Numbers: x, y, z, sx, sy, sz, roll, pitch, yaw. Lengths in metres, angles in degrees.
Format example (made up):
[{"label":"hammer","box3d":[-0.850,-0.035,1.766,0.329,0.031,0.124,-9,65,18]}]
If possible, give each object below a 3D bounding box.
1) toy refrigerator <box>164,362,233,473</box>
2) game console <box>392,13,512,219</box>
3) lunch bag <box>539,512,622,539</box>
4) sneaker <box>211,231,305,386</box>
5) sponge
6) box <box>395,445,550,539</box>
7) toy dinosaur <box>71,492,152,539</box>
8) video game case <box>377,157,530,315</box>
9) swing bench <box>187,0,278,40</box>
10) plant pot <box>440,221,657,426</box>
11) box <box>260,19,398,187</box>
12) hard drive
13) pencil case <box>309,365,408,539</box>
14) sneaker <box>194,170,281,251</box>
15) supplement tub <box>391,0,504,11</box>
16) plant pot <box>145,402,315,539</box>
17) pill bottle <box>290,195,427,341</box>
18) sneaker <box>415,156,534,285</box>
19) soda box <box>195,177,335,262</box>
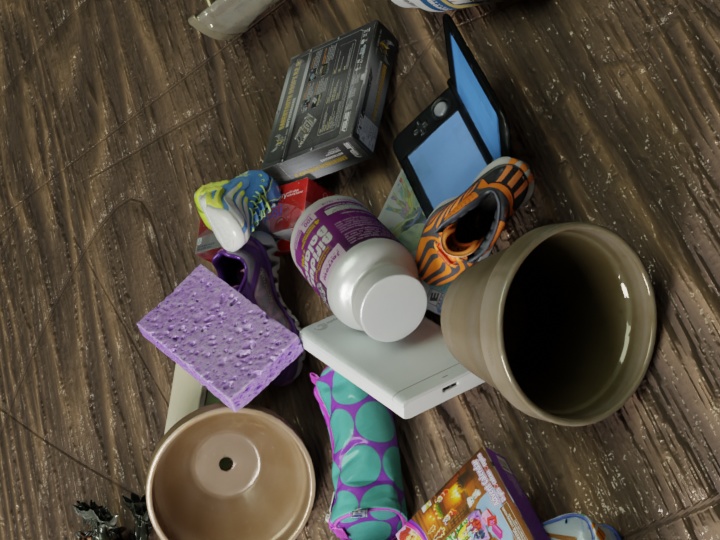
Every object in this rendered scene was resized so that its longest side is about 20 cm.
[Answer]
[{"label":"toy refrigerator","box3d":[-0.189,0.183,1.796,0.070,0.075,0.203,24,107,47]},{"label":"game console","box3d":[0.100,-0.157,1.678,0.176,0.116,0.201,-41,46,20]},{"label":"lunch bag","box3d":[0.193,0.343,1.405,0.159,0.075,0.202,-23,55,31]},{"label":"sneaker","box3d":[-0.135,0.050,1.818,0.080,0.088,0.202,-25,78,34]},{"label":"sponge","box3d":[-0.168,0.077,1.720,0.111,0.030,0.199,-42,48,-17]},{"label":"box","box3d":[0.121,0.288,1.422,0.137,0.039,0.201,-48,37,15]},{"label":"toy dinosaur","box3d":[-0.310,0.365,1.875,0.198,0.102,0.138,9,99,31]},{"label":"video game case","box3d":[0.093,-0.059,1.735,0.181,0.022,0.202,24,88,47]},{"label":"swing bench","box3d":[-0.146,-0.452,2.084,0.198,0.129,0.202,-29,58,29]},{"label":"plant pot","box3d":[0.174,0.053,1.501,0.173,0.198,0.202,-1,69,60]},{"label":"box","box3d":[-0.039,-0.214,1.889,0.157,0.048,0.202,-18,46,37]},{"label":"hard drive","box3d":[0.039,0.093,1.646,0.199,0.131,0.027,31,134,47]},{"label":"pencil case","box3d":[-0.002,0.203,1.647,0.091,0.085,0.202,-6,57,-2]},{"label":"sneaker","box3d":[-0.145,-0.087,1.809,0.104,0.076,0.200,-28,21,-8]},{"label":"supplement tub","box3d":[0.126,-0.395,1.780,0.198,0.144,0.146,-1,69,43]},{"label":"plant pot","box3d":[-0.155,0.243,1.724,0.202,0.200,0.093,-55,15,7]},{"label":"pill bottle","box3d":[0.000,0.000,1.674,0.113,0.112,0.200,-54,33,8]},{"label":"sneaker","box3d":[0.102,-0.037,1.586,0.112,0.077,0.200,-46,-5,-48]},{"label":"soda box","box3d":[-0.124,-0.059,1.910,0.198,0.063,0.071,-13,61,38]}]
